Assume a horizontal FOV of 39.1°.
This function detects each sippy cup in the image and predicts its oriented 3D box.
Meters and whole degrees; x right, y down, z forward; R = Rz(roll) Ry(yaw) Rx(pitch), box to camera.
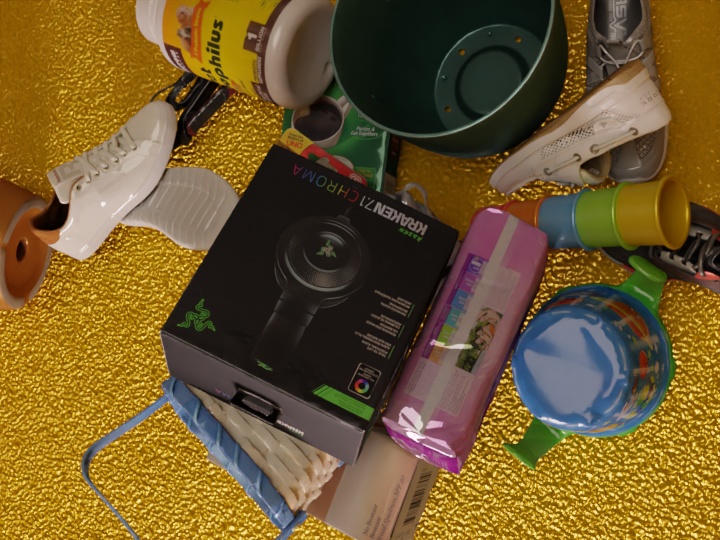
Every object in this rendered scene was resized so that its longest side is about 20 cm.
[{"bbox_3d":[0.187,0.079,0.852,0.138,0.130,0.181,-1,89,24],"label":"sippy cup"}]

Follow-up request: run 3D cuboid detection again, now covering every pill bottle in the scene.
[{"bbox_3d":[-0.123,-0.235,0.987,0.198,0.109,0.111,24,93,29],"label":"pill bottle"}]

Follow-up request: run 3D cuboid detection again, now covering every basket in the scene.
[{"bbox_3d":[-0.113,0.165,0.858,0.199,0.140,0.177,-36,70,-19],"label":"basket"}]

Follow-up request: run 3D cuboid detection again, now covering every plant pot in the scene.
[{"bbox_3d":[0.096,-0.192,0.905,0.198,0.161,0.204,-6,77,25],"label":"plant pot"},{"bbox_3d":[-0.446,-0.037,1.108,0.181,0.200,0.203,12,88,6],"label":"plant pot"}]

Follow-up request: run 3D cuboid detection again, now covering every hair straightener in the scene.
[{"bbox_3d":[-0.162,-0.207,1.088,0.200,0.041,0.077,-47,69,16],"label":"hair straightener"}]

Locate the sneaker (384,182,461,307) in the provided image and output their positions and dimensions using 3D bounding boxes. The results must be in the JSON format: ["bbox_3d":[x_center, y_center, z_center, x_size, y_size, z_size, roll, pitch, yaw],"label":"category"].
[{"bbox_3d":[0.000,0.000,0.947,0.198,0.075,0.115,-28,117,12],"label":"sneaker"}]

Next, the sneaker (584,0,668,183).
[{"bbox_3d":[0.225,-0.176,0.897,0.074,0.082,0.203,-9,81,21],"label":"sneaker"}]

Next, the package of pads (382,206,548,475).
[{"bbox_3d":[0.090,0.061,0.848,0.075,0.121,0.202,22,74,14],"label":"package of pads"}]

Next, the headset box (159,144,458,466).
[{"bbox_3d":[-0.042,0.032,0.807,0.172,0.093,0.201,26,64,7],"label":"headset box"}]

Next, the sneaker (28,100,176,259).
[{"bbox_3d":[-0.271,-0.100,1.059,0.201,0.084,0.073,-51,49,11],"label":"sneaker"}]

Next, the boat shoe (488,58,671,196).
[{"bbox_3d":[0.185,-0.101,0.876,0.070,0.071,0.200,52,147,-1],"label":"boat shoe"}]

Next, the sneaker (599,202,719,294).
[{"bbox_3d":[0.288,-0.020,0.853,0.198,0.082,0.078,20,92,25],"label":"sneaker"}]

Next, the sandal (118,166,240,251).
[{"bbox_3d":[-0.187,-0.069,1.072,0.201,0.050,0.084,18,87,37],"label":"sandal"}]

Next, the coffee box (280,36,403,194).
[{"bbox_3d":[-0.018,-0.135,1.012,0.121,0.044,0.203,4,86,23],"label":"coffee box"}]

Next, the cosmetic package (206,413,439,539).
[{"bbox_3d":[-0.032,0.172,0.959,0.198,0.087,0.105,21,93,23],"label":"cosmetic package"}]

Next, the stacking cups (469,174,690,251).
[{"bbox_3d":[0.181,-0.047,0.881,0.198,0.060,0.061,0,83,44],"label":"stacking cups"}]

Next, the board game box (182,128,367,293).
[{"bbox_3d":[-0.083,-0.031,0.980,0.095,0.030,0.201,33,109,-6],"label":"board game box"}]
